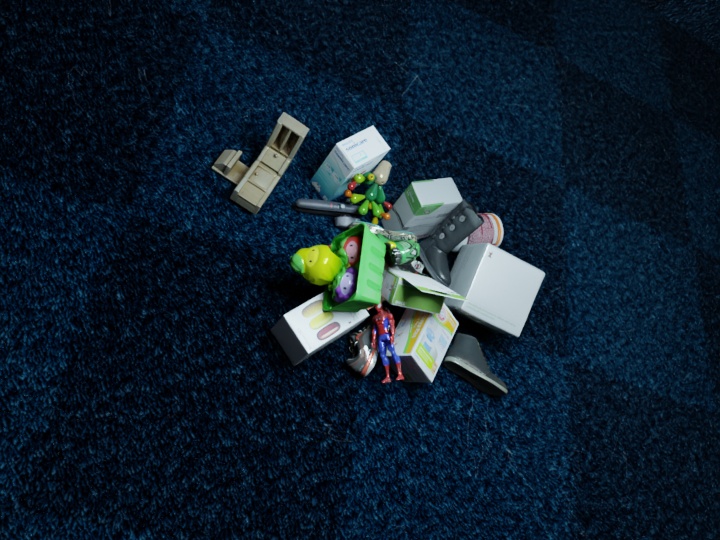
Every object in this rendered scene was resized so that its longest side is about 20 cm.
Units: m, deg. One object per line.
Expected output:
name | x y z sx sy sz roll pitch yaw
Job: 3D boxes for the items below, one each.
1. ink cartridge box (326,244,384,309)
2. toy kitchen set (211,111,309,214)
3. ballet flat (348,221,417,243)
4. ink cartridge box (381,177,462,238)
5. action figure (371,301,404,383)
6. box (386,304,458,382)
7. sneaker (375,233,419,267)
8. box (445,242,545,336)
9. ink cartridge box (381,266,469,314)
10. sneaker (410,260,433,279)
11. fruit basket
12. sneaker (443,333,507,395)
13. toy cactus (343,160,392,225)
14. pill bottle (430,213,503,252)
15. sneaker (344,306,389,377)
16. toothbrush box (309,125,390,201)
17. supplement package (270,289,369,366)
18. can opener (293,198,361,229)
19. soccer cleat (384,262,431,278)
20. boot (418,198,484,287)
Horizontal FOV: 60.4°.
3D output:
ink cartridge box | 0.000 0.000 1.613 0.200 0.045 0.176 54 15 5
toy kitchen set | -0.270 -0.296 1.589 0.163 0.180 0.200 32 52 -9
ballet flat | 0.063 -0.082 1.696 0.199 0.068 0.076 12 60 -14
ink cartridge box | 0.168 -0.167 1.745 0.146 0.200 0.085 -11 69 -31
action figure | 0.061 0.173 1.525 0.052 0.065 0.201 9 68 -55
box | 0.159 0.179 1.614 0.113 0.101 0.200 53 51 -27
sneaker | 0.091 -0.052 1.575 0.085 0.200 0.078 -10 106 -15
box | 0.360 0.052 1.721 0.199 0.171 0.201 26 83 -15
ink cartridge box | 0.147 0.063 1.511 0.147 0.200 0.076 13 100 -27
sneaker | 0.138 -0.010 1.723 0.200 0.089 0.074 34 57 -7
fruit basket | -0.055 -0.011 1.465 0.215 0.155 0.216 15 65 -36
sneaker | 0.332 0.257 1.702 0.200 0.075 0.106 34 59 -8
toy cactus | 0.042 -0.224 1.678 0.200 0.102 0.165 43 68 -46
pill bottle | 0.316 -0.113 1.847 0.199 0.114 0.115 -4 69 -29
sneaker | 0.017 0.169 1.585 0.082 0.077 0.200 26 57 -7
toothbrush box | -0.031 -0.289 1.698 0.146 0.200 0.085 -34 84 -36
supplement package | -0.100 0.128 1.519 0.200 0.110 0.114 -31 82 -34
can opener | -0.084 -0.168 1.696 0.199 0.063 0.079 11 63 -23
soccer cleat | 0.141 0.037 1.666 0.200 0.073 0.068 37 36 -19
boot | 0.259 -0.072 1.676 0.066 0.200 0.165 25 29 -54
